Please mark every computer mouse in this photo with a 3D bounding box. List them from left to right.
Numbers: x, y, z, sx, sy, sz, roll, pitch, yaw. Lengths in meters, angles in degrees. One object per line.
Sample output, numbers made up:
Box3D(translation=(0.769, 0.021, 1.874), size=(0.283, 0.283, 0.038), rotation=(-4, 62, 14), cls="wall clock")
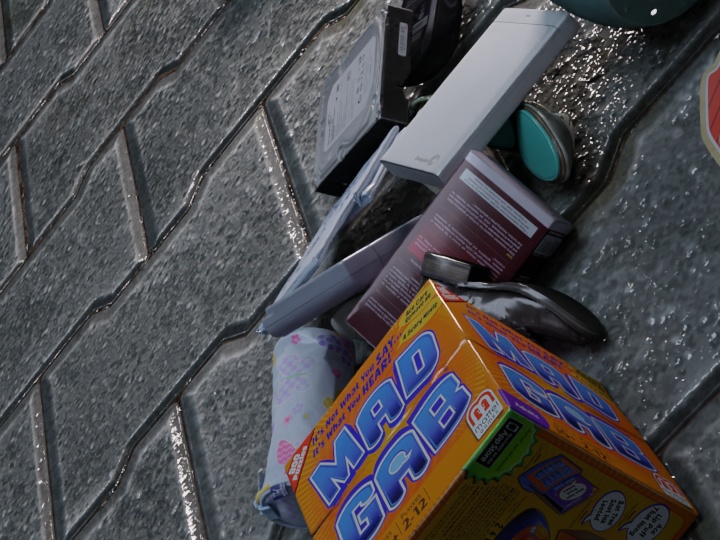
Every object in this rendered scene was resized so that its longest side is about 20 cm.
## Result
Box3D(translation=(0.084, -0.279, 2.028), size=(0.138, 0.053, 0.201), rotation=(-24, 43, 53), cls="computer mouse")

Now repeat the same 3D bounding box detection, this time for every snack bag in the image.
Box3D(translation=(-0.029, -0.038, 1.912), size=(0.200, 0.021, 0.189), rotation=(-59, 5, -35), cls="snack bag")

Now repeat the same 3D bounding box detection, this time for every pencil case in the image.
Box3D(translation=(-0.052, 0.153, 1.809), size=(0.090, 0.083, 0.201), rotation=(-24, 43, 32), cls="pencil case")

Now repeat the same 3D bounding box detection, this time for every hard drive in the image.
Box3D(translation=(0.001, -0.181, 2.006), size=(0.200, 0.038, 0.141), rotation=(136, 142, -61), cls="hard drive")
Box3D(translation=(0.113, -0.168, 1.774), size=(0.200, 0.027, 0.132), rotation=(-51, 24, -8), cls="hard drive")

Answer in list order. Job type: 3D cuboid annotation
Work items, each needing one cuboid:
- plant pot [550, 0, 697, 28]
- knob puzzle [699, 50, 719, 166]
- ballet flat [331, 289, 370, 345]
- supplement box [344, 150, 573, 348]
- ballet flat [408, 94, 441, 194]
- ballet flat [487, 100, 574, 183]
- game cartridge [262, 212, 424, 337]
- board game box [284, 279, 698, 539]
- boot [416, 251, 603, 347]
Box3D(translation=(0.237, -0.313, 1.685), size=(0.201, 0.200, 0.161), rotation=(-51, 41, 14), cls="plant pot")
Box3D(translation=(0.345, -0.165, 1.534), size=(0.219, 0.030, 0.220), rotation=(-38, 36, 34), cls="knob puzzle")
Box3D(translation=(0.043, 0.038, 1.798), size=(0.200, 0.069, 0.070), rotation=(-32, 39, 39), cls="ballet flat")
Box3D(translation=(0.090, 0.003, 1.699), size=(0.109, 0.061, 0.200), rotation=(42, 102, 21), cls="supplement box")
Box3D(translation=(0.084, -0.112, 1.852), size=(0.074, 0.074, 0.200), rotation=(-47, 27, 21), cls="ballet flat")
Box3D(translation=(0.167, -0.134, 1.756), size=(0.200, 0.063, 0.068), rotation=(-144, 41, -62), cls="ballet flat")
Box3D(translation=(0.000, 0.000, 1.803), size=(0.133, 0.041, 0.200), rotation=(-36, -2, 31), cls="game cartridge")
Box3D(translation=(0.095, 0.171, 1.438), size=(0.200, 0.199, 0.200), rotation=(-53, 29, 13), cls="board game box")
Box3D(translation=(0.105, 0.089, 1.623), size=(0.199, 0.069, 0.175), rotation=(20, 96, 33), cls="boot")
